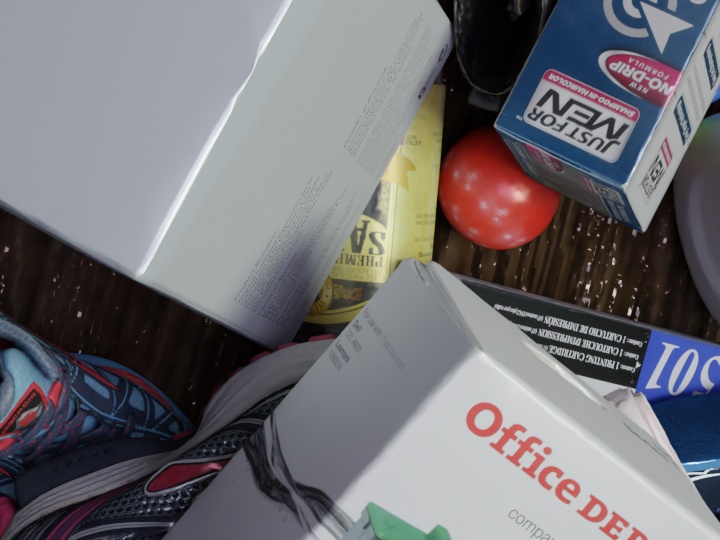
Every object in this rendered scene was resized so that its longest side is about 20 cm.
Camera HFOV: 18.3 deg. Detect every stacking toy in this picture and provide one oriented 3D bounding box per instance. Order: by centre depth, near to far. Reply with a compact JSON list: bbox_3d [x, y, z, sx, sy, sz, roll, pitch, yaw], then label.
[{"bbox_3d":[0.114,-0.086,0.976,0.200,0.085,0.085,-40,105,-1],"label":"stacking toy"}]

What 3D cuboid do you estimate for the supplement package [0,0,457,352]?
[{"bbox_3d":[-0.077,-0.080,0.826,0.150,0.200,0.152,28,88,15],"label":"supplement package"}]

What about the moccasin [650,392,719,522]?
[{"bbox_3d":[0.180,0.092,0.958,0.199,0.080,0.068,-6,109,-33],"label":"moccasin"}]

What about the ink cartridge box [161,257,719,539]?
[{"bbox_3d":[0.015,0.119,0.804,0.146,0.084,0.200,37,98,-27],"label":"ink cartridge box"}]

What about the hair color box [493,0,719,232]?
[{"bbox_3d":[0.129,-0.123,0.890,0.060,0.100,0.201,26,87,15],"label":"hair color box"}]

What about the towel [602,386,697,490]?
[{"bbox_3d":[0.068,0.173,0.893,0.200,0.032,0.191,-29,94,10],"label":"towel"}]

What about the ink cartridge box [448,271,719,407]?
[{"bbox_3d":[0.093,0.063,0.966,0.199,0.044,0.094,15,92,-37],"label":"ink cartridge box"}]

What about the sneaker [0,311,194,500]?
[{"bbox_3d":[-0.143,0.060,0.900,0.200,0.096,0.080,30,88,-17],"label":"sneaker"}]

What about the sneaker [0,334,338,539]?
[{"bbox_3d":[-0.047,0.094,0.858,0.199,0.075,0.081,-27,126,9],"label":"sneaker"}]

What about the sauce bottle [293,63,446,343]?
[{"bbox_3d":[0.000,0.000,0.951,0.066,0.066,0.201,2,94,-16],"label":"sauce bottle"}]

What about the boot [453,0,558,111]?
[{"bbox_3d":[0.089,-0.177,0.879,0.069,0.200,0.174,20,53,15],"label":"boot"}]

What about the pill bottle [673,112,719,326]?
[{"bbox_3d":[0.250,-0.040,0.994,0.199,0.113,0.113,-18,101,-16],"label":"pill bottle"}]
